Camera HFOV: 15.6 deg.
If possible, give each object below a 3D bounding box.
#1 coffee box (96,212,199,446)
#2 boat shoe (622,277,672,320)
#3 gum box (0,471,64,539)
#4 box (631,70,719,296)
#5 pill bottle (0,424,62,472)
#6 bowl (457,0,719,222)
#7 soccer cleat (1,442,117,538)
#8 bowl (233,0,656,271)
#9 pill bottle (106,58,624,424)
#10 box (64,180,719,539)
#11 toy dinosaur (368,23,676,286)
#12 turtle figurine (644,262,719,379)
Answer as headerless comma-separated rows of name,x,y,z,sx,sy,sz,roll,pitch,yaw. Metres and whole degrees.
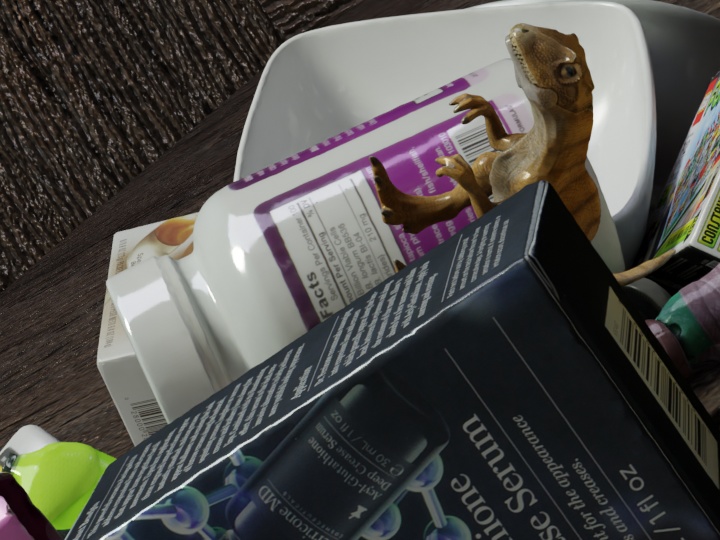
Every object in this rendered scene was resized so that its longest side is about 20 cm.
coffee box,-0.025,0.018,1.349,0.199,0.080,0.115,-14,36,10
boat shoe,0.053,0.059,1.175,0.200,0.072,0.068,-24,14,41
gum box,-0.093,0.167,0.770,0.113,0.200,0.066,-38,9,-3
box,0.162,-0.043,1.135,0.200,0.035,0.110,111,-177,-84
pill bottle,-0.164,0.176,1.146,0.200,0.111,0.111,-52,11,-6
bowl,0.114,-0.070,1.408,0.200,0.091,0.201,1,-17,0
soccer cleat,-0.126,0.163,1.044,0.068,0.081,0.201,105,180,-66
bowl,0.046,-0.042,1.261,0.199,0.075,0.200,-5,37,11
pill bottle,0.000,0.000,1.102,0.199,0.113,0.112,-25,9,-4
box,0.021,0.092,0.893,0.200,0.149,0.107,-34,9,15
toy dinosaur,0.064,-0.014,0.961,0.106,0.061,0.200,-13,-27,4
turtle figurine,0.069,0.067,1.023,0.200,0.101,0.150,-31,9,-3
